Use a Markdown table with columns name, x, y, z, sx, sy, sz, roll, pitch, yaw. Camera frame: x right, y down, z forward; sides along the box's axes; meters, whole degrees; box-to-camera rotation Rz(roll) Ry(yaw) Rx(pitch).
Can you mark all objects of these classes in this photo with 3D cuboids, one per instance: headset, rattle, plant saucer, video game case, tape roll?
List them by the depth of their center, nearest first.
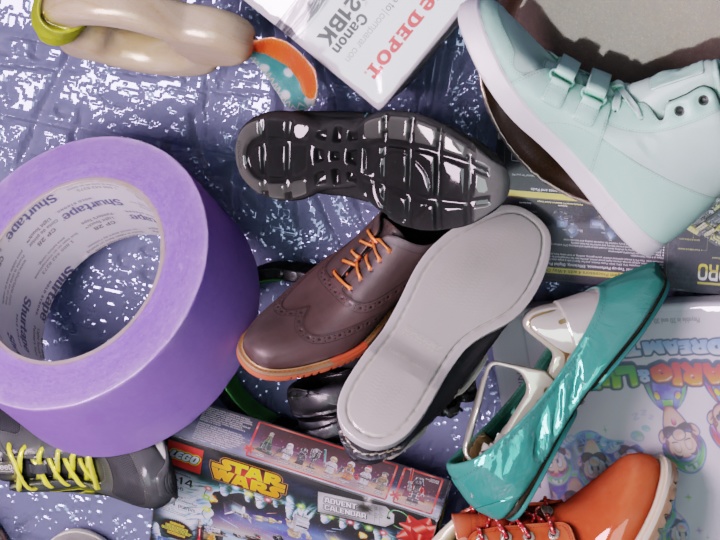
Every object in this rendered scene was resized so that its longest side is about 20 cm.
| name | x | y | z | sx | sy | sz | roll | pitch | yaw |
| --- | --- | --- | --- | --- | --- | --- | --- | --- | --- |
| plant saucer | 0.175 | -0.139 | 1.526 | 0.200 | 0.032 | 0.201 | 2 | 100 | 11 |
| rattle | -0.109 | -0.192 | 1.586 | 0.200 | 0.130 | 0.143 | 6 | 61 | 18 |
| tape roll | -0.174 | 0.017 | 1.594 | 0.200 | 0.085 | 0.200 | -11 | 61 | 20 |
| video game case | 0.192 | 0.107 | 1.614 | 0.200 | 0.024 | 0.182 | -2 | 106 | 26 |
| headset | -0.018 | 0.066 | 1.631 | 0.200 | 0.094 | 0.124 | 11 | 107 | 17 |

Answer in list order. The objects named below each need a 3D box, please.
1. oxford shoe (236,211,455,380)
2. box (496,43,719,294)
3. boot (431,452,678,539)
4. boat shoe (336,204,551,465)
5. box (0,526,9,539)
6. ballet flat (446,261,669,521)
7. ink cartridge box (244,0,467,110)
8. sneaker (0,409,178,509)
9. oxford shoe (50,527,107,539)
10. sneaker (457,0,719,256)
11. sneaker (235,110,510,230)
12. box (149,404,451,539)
| name | x | y | z | sx | sy | sz | roll | pitch | yaw |
| --- | --- | --- | --- | --- | --- | --- | --- | --- | --- |
| oxford shoe | 0.000 | 0.000 | 1.572 | 0.071 | 0.200 | 0.073 | 42 | 154 | 30 |
| box | 0.189 | -0.069 | 1.580 | 0.199 | 0.049 | 0.162 | 4 | 104 | 9 |
| boot | 0.118 | 0.179 | 1.582 | 0.200 | 0.075 | 0.107 | -45 | 108 | 8 |
| boat shoe | 0.053 | 0.043 | 1.551 | 0.074 | 0.060 | 0.200 | 32 | 69 | 9 |
| box | -0.254 | 0.270 | 1.738 | 0.049 | 0.082 | 0.200 | -29 | 98 | 15 |
| ballet flat | 0.122 | 0.066 | 1.545 | 0.070 | 0.067 | 0.200 | 34 | 88 | -13 |
| ink cartridge box | -0.012 | -0.224 | 1.556 | 0.200 | 0.084 | 0.144 | 39 | 109 | -3 |
| sneaker | -0.203 | 0.131 | 1.644 | 0.200 | 0.085 | 0.075 | 15 | 124 | 47 |
| oxford shoe | -0.152 | 0.266 | 1.731 | 0.200 | 0.058 | 0.075 | 40 | 104 | -4 |
| sneaker | 0.158 | -0.118 | 1.478 | 0.118 | 0.074 | 0.200 | -40 | 101 | 22 |
| sneaker | 0.016 | -0.077 | 1.553 | 0.200 | 0.079 | 0.076 | 13 | 109 | 32 |
| box | -0.045 | 0.170 | 1.661 | 0.200 | 0.040 | 0.137 | 17 | 138 | 6 |
